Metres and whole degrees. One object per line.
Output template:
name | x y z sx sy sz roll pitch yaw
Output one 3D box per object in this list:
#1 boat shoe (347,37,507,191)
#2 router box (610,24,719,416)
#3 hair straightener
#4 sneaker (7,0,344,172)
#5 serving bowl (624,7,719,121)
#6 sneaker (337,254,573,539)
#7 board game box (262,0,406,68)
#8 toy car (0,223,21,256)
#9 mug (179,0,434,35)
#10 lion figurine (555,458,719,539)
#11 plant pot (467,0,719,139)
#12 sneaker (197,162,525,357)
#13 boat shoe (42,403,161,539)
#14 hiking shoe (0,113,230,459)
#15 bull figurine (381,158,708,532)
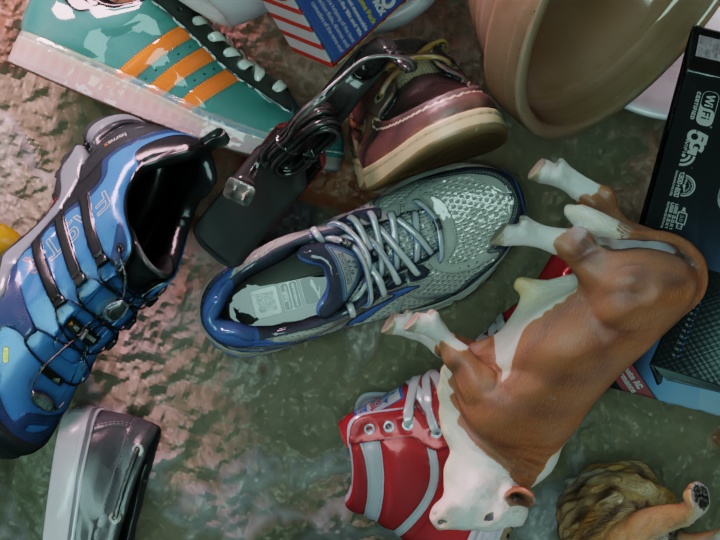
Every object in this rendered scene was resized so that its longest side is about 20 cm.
boat shoe | 0.024 -0.086 1.082 0.072 0.200 0.073 -19 93 -6
router box | 0.221 -0.014 1.091 0.148 0.062 0.202 14 121 5
hair straightener | -0.033 -0.054 1.062 0.041 0.077 0.200 45 139 -6
sneaker | -0.095 -0.117 1.159 0.198 0.071 0.081 21 91 2
serving bowl | 0.184 -0.180 1.129 0.198 0.066 0.202 0 91 6
sneaker | 0.057 0.060 1.148 0.112 0.071 0.202 22 96 2
board game box | 0.013 -0.224 1.023 0.200 0.046 0.152 -42 124 -13
toy car | -0.270 0.037 1.154 0.200 0.175 0.150 -51 52 6
mug | -0.034 -0.212 1.103 0.199 0.148 0.176 35 86 -4
lion figurine | 0.151 0.186 1.091 0.072 0.122 0.202 26 54 -32
plant pot | 0.115 -0.173 1.019 0.093 0.201 0.201 41 96 24
sneaker | 0.000 0.000 1.145 0.199 0.085 0.078 -25 89 6
boat shoe | -0.145 0.179 1.179 0.066 0.070 0.202 5 85 7
hiking shoe | -0.144 0.006 1.083 0.086 0.074 0.201 6 68 48
bull figurine | 0.086 0.042 1.070 0.121 0.065 0.200 40 103 -11
